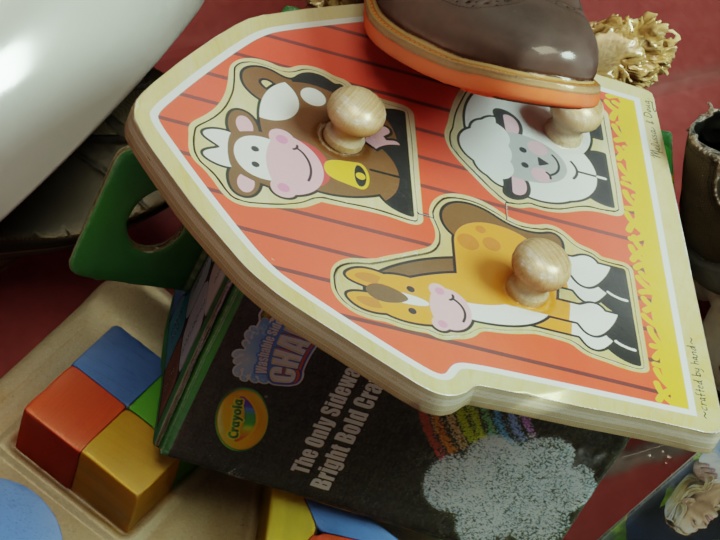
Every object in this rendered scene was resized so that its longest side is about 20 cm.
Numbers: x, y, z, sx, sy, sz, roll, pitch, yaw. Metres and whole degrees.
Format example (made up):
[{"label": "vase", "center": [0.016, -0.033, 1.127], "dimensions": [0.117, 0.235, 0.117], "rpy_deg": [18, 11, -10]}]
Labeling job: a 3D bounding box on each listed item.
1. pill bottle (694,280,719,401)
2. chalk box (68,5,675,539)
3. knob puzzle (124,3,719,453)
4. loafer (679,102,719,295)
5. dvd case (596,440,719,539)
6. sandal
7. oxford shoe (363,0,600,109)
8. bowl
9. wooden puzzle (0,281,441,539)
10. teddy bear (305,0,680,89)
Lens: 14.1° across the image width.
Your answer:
[{"label": "pill bottle", "center": [0.205, 0.047, 1.095], "dimensions": [0.112, 0.112, 0.200], "rpy_deg": [-26, 68, -26]}, {"label": "chalk box", "center": [0.000, 0.000, 1.041], "dimensions": [0.200, 0.125, 0.124], "rpy_deg": [19, 39, -12]}, {"label": "knob puzzle", "center": [0.021, -0.032, 0.968], "dimensions": [0.219, 0.030, 0.220], "rpy_deg": [16, 40, -14]}, {"label": "loafer", "center": [0.204, -0.045, 1.022], "dimensions": [0.200, 0.071, 0.073], "rpy_deg": [-17, 42, 8]}, {"label": "dvd case", "center": [0.159, 0.123, 1.024], "dimensions": [0.200, 0.018, 0.143], "rpy_deg": [-42, 73, 7]}, {"label": "sandal", "center": [-0.153, -0.021, 1.095], "dimensions": [0.200, 0.055, 0.082], "rpy_deg": [-30, 78, -11]}, {"label": "oxford shoe", "center": [0.038, -0.117, 1.010], "dimensions": [0.071, 0.073, 0.200], "rpy_deg": [6, 26, -23]}, {"label": "bowl", "center": [-0.176, -0.100, 1.069], "dimensions": [0.200, 0.075, 0.200], "rpy_deg": [15, 50, 35]}, {"label": "wooden puzzle", "center": [-0.077, 0.107, 1.031], "dimensions": [0.185, 0.046, 0.200], "rpy_deg": [37, 57, 11]}, {"label": "teddy bear", "center": [0.047, -0.101, 1.147], "dimensions": [0.145, 0.067, 0.200], "rpy_deg": [-15, 90, -2]}]
